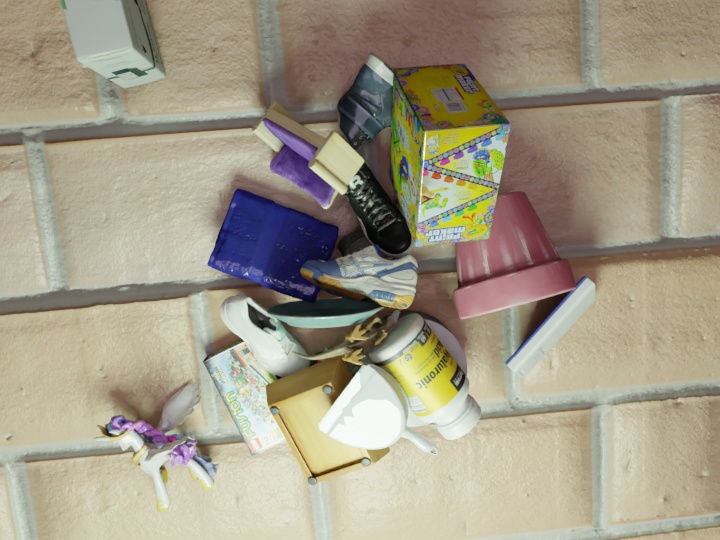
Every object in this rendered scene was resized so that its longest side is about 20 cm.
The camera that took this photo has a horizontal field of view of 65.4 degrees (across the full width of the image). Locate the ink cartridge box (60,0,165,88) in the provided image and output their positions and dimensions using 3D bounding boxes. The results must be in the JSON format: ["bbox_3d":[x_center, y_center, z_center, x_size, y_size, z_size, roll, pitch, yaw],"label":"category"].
[{"bbox_3d":[-0.375,-0.377,0.855,0.082,0.200,0.149,-13,100,-5],"label":"ink cartridge box"}]

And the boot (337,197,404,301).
[{"bbox_3d":[0.065,-0.038,0.966,0.199,0.068,0.131,-35,60,8],"label":"boot"}]

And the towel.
[{"bbox_3d":[-0.149,-0.041,0.978,0.198,0.050,0.149,20,77,-4],"label":"towel"}]

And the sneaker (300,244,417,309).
[{"bbox_3d":[0.000,0.000,0.910,0.197,0.075,0.089,12,75,19],"label":"sneaker"}]

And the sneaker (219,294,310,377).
[{"bbox_3d":[-0.152,0.117,0.973,0.200,0.088,0.076,44,53,-24],"label":"sneaker"}]

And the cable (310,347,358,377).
[{"bbox_3d":[-0.075,0.233,1.029,0.096,0.050,0.202,29,103,20],"label":"cable"}]

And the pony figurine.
[{"bbox_3d":[-0.342,0.313,0.992,0.191,0.167,0.201,-26,114,8],"label":"pony figurine"}]

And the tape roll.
[{"bbox_3d":[0.092,0.179,1.030,0.197,0.066,0.203,0,97,-3],"label":"tape roll"}]

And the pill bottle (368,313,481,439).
[{"bbox_3d":[0.113,0.181,0.942,0.111,0.111,0.201,-38,99,2],"label":"pill bottle"}]

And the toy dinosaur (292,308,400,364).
[{"bbox_3d":[-0.016,0.125,0.920,0.198,0.106,0.061,-22,87,-3],"label":"toy dinosaur"}]

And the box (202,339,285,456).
[{"bbox_3d":[-0.194,0.228,1.034,0.109,0.035,0.202,-25,99,0],"label":"box"}]

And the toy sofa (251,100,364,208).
[{"bbox_3d":[-0.096,-0.187,0.897,0.098,0.200,0.083,-53,137,1],"label":"toy sofa"}]

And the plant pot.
[{"bbox_3d":[0.243,-0.028,0.956,0.197,0.200,0.181,-14,84,-1],"label":"plant pot"}]

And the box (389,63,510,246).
[{"bbox_3d":[0.122,-0.178,0.855,0.120,0.201,0.194,-6,133,-7],"label":"box"}]

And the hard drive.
[{"bbox_3d":[0.344,0.107,1.008,0.200,0.132,0.025,-49,63,4],"label":"hard drive"}]

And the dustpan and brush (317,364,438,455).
[{"bbox_3d":[0.049,0.250,0.907,0.199,0.057,0.140,36,100,-4],"label":"dustpan and brush"}]

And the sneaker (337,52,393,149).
[{"bbox_3d":[0.053,-0.247,0.965,0.201,0.077,0.147,35,103,-16],"label":"sneaker"}]

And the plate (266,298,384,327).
[{"bbox_3d":[-0.057,0.071,0.936,0.197,0.200,0.026,-2,95,-3],"label":"plate"}]

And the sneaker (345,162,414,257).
[{"bbox_3d":[0.009,-0.113,0.916,0.073,0.112,0.201,-36,63,7],"label":"sneaker"}]

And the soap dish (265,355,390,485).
[{"bbox_3d":[-0.061,0.265,0.972,0.156,0.081,0.202,-23,102,17],"label":"soap dish"}]
